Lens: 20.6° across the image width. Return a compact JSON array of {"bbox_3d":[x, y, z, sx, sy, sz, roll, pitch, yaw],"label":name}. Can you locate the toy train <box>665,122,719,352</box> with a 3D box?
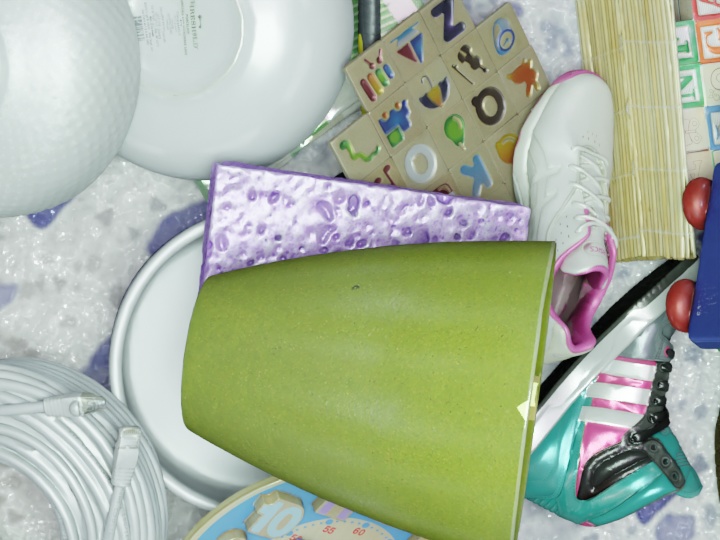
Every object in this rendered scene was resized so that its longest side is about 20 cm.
[{"bbox_3d":[0.268,-0.032,1.278,0.116,0.085,0.200,33,62,-47],"label":"toy train"}]

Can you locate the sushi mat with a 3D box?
[{"bbox_3d":[0.181,-0.104,1.312,0.012,0.096,0.200,-7,94,-30],"label":"sushi mat"}]

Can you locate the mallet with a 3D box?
[{"bbox_3d":[0.001,-0.119,1.289,0.041,0.066,0.200,-8,99,-27],"label":"mallet"}]

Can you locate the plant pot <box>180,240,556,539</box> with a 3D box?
[{"bbox_3d":[0.003,0.063,1.154,0.200,0.187,0.187,8,91,6],"label":"plant pot"}]

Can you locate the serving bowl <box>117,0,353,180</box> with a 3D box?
[{"bbox_3d":[-0.108,-0.153,1.247,0.200,0.066,0.200,1,98,10],"label":"serving bowl"}]

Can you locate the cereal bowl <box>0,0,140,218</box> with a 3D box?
[{"bbox_3d":[-0.241,-0.127,1.215,0.200,0.083,0.200,4,100,21],"label":"cereal bowl"}]

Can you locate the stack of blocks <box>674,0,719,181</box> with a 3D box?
[{"bbox_3d":[0.245,-0.154,1.333,0.115,0.059,0.200,-8,93,-8],"label":"stack of blocks"}]

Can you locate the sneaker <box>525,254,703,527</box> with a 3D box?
[{"bbox_3d":[0.190,0.094,1.321,0.121,0.084,0.200,41,94,-2],"label":"sneaker"}]

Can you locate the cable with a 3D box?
[{"bbox_3d":[-0.218,0.151,1.241,0.200,0.069,0.200,9,109,16],"label":"cable"}]

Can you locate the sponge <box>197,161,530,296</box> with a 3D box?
[{"bbox_3d":[0.000,0.000,1.236,0.200,0.030,0.112,7,97,-9],"label":"sponge"}]

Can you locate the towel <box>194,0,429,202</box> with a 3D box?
[{"bbox_3d":[-0.056,-0.155,1.312,0.200,0.023,0.153,-35,95,-4],"label":"towel"}]

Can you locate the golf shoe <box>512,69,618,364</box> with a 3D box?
[{"bbox_3d":[0.140,-0.032,1.289,0.075,0.091,0.200,16,86,-34],"label":"golf shoe"}]

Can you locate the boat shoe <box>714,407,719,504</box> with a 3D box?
[{"bbox_3d":[0.279,0.091,1.343,0.063,0.073,0.201,2,83,-8],"label":"boat shoe"}]

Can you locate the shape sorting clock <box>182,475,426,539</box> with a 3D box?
[{"bbox_3d":[-0.026,0.194,1.267,0.200,0.039,0.200,-11,130,-13],"label":"shape sorting clock"}]

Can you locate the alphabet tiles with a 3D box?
[{"bbox_3d":[0.068,-0.075,1.292,0.166,0.006,0.200,-40,116,-24],"label":"alphabet tiles"}]

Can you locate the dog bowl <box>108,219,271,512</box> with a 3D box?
[{"bbox_3d":[-0.064,0.059,1.289,0.200,0.079,0.200,0,92,-8],"label":"dog bowl"}]
